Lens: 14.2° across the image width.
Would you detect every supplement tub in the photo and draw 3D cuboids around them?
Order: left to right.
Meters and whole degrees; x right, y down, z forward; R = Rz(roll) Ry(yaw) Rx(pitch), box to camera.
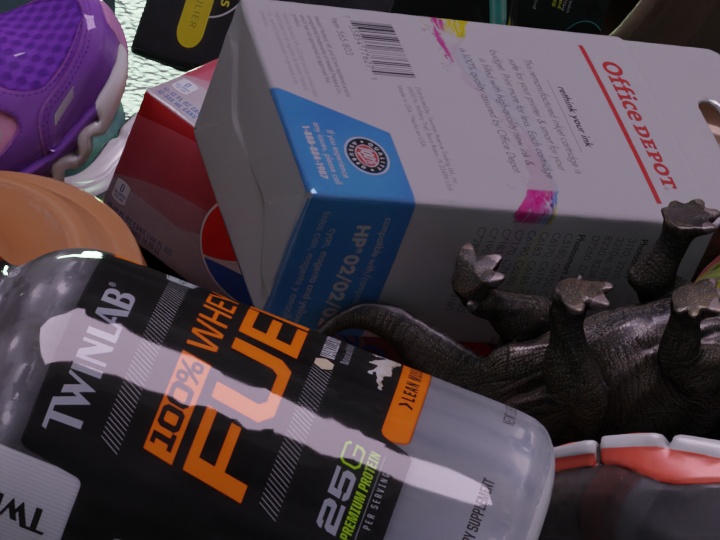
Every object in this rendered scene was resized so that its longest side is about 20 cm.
[{"bbox_3d":[-0.051,0.069,0.885,0.200,0.123,0.123,21,23,-1],"label":"supplement tub"}]

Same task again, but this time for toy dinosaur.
[{"bbox_3d":[0.082,0.036,0.998,0.200,0.102,0.077,-12,39,-8],"label":"toy dinosaur"}]

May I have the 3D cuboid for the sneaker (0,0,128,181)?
[{"bbox_3d":[-0.187,-0.057,1.118,0.200,0.088,0.081,-27,47,8],"label":"sneaker"}]

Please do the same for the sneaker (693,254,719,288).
[{"bbox_3d":[0.188,-0.002,1.094,0.200,0.078,0.090,-22,25,42],"label":"sneaker"}]

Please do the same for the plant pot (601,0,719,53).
[{"bbox_3d":[0.164,-0.176,1.530,0.174,0.200,0.200,12,15,-39],"label":"plant pot"}]

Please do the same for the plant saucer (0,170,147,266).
[{"bbox_3d":[-0.171,0.026,1.014,0.200,0.032,0.200,-12,36,9],"label":"plant saucer"}]

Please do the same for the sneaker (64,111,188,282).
[{"bbox_3d":[-0.081,-0.011,1.195,0.085,0.075,0.200,26,37,25],"label":"sneaker"}]

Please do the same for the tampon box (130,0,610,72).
[{"bbox_3d":[0.015,-0.137,1.327,0.126,0.150,0.200,20,3,29],"label":"tampon box"}]

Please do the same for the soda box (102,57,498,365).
[{"bbox_3d":[0.000,0.000,1.107,0.200,0.063,0.070,36,35,17],"label":"soda box"}]

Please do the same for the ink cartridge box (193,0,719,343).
[{"bbox_3d":[0.052,-0.033,1.062,0.200,0.068,0.115,4,40,-22],"label":"ink cartridge box"}]

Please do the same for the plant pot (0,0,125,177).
[{"bbox_3d":[-0.188,-0.120,1.245,0.200,0.196,0.200,5,23,-2],"label":"plant pot"}]

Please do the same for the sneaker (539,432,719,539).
[{"bbox_3d":[0.120,0.101,0.967,0.200,0.082,0.077,-7,-20,28],"label":"sneaker"}]

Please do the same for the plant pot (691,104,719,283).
[{"bbox_3d":[0.122,-0.032,1.236,0.201,0.093,0.201,14,12,-3],"label":"plant pot"}]
